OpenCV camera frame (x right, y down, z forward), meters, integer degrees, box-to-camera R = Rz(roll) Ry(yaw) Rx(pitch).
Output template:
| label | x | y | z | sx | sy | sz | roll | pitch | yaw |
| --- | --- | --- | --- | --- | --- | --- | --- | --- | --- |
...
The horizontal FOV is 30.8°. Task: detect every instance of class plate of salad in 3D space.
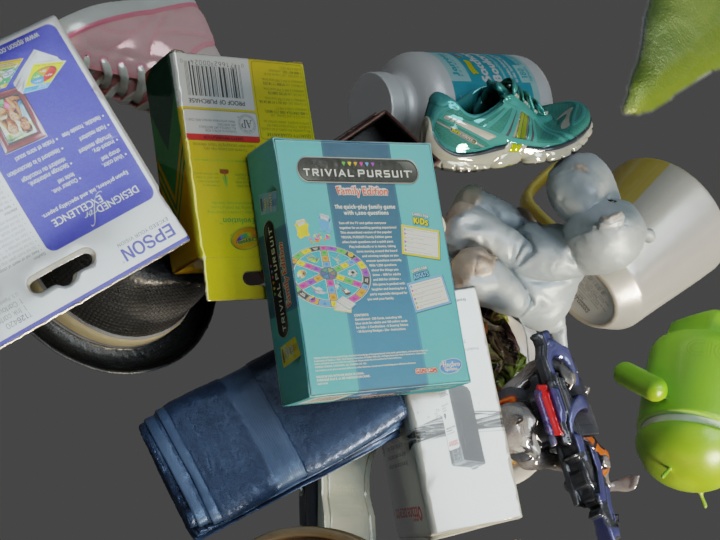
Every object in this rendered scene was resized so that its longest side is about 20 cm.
| label | x | y | z | sx | sy | sz | roll | pitch | yaw |
| --- | --- | --- | --- | --- | --- | --- | --- | --- | --- |
| plate of salad | 0.124 | 0.109 | 1.265 | 0.200 | 0.048 | 0.201 | 13 | 66 | -32 |

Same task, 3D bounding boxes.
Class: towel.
| label | x | y | z | sx | sy | sz | roll | pitch | yaw |
| --- | --- | --- | --- | --- | --- | --- | --- | --- | --- |
| towel | -0.070 | 0.126 | 1.065 | 0.200 | 0.049 | 0.112 | -27 | 74 | -10 |

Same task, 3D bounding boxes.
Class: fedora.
| label | x | y | z | sx | sy | sz | roll | pitch | yaw |
| --- | --- | --- | --- | --- | --- | --- | --- | --- | --- |
| fedora | -0.188 | -0.015 | 1.051 | 0.200 | 0.092 | 0.201 | 13 | 66 | -32 |

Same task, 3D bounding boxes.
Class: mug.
| label | x | y | z | sx | sy | sz | roll | pitch | yaw |
| --- | --- | --- | --- | --- | --- | --- | --- | --- | --- |
| mug | 0.266 | -0.021 | 1.383 | 0.153 | 0.186 | 0.150 | -39 | 130 | -30 |

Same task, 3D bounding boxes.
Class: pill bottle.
| label | x | y | z | sx | sy | sz | roll | pitch | yaw |
| --- | --- | --- | --- | --- | --- | --- | --- | --- | --- |
| pill bottle | 0.087 | -0.160 | 1.296 | 0.200 | 0.111 | 0.111 | -6 | 77 | -38 |

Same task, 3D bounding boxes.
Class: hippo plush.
| label | x | y | z | sx | sy | sz | roll | pitch | yaw |
| --- | --- | --- | --- | --- | --- | --- | --- | --- | --- |
| hippo plush | 0.181 | -0.025 | 1.239 | 0.159 | 0.161 | 0.200 | 6 | 55 | -50 |

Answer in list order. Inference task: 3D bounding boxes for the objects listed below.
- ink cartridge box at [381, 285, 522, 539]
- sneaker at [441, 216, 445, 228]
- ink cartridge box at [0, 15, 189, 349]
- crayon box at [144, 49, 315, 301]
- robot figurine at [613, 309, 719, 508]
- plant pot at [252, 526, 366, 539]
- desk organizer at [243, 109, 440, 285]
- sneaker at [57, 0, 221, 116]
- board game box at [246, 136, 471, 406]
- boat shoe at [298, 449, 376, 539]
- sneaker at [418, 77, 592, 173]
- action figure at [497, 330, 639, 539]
| label | x | y | z | sx | sy | sz | roll | pitch | yaw |
| --- | --- | --- | --- | --- | --- | --- | --- | --- | --- |
| ink cartridge box | 0.066 | 0.128 | 1.137 | 0.084 | 0.144 | 0.201 | -8 | 80 | -11 |
| sneaker | 0.000 | 0.000 | 1.181 | 0.200 | 0.100 | 0.075 | -42 | 102 | -37 |
| ink cartridge box | -0.260 | -0.058 | 0.956 | 0.197 | 0.047 | 0.200 | -31 | 93 | -26 |
| crayon box | -0.095 | -0.069 | 1.046 | 0.127 | 0.051 | 0.201 | 0 | 76 | -36 |
| robot figurine | 0.354 | 0.143 | 1.376 | 0.175 | 0.116 | 0.200 | 34 | 57 | -28 |
| plant pot | -0.028 | 0.302 | 1.021 | 0.093 | 0.200 | 0.201 | 29 | 51 | -66 |
| desk organizer | -0.033 | -0.066 | 1.152 | 0.200 | 0.077 | 0.072 | -35 | 96 | -18 |
| sneaker | -0.196 | -0.169 | 1.114 | 0.200 | 0.075 | 0.105 | -27 | 85 | -44 |
| board game box | -0.001 | -0.001 | 1.028 | 0.151 | 0.047 | 0.201 | -1 | 76 | -34 |
| boat shoe | -0.022 | 0.170 | 1.126 | 0.075 | 0.062 | 0.201 | 8 | 71 | -36 |
| sneaker | 0.142 | -0.141 | 1.226 | 0.200 | 0.077 | 0.080 | -12 | 113 | -34 |
| action figure | 0.180 | 0.168 | 1.196 | 0.193 | 0.104 | 0.200 | 23 | 48 | -50 |
